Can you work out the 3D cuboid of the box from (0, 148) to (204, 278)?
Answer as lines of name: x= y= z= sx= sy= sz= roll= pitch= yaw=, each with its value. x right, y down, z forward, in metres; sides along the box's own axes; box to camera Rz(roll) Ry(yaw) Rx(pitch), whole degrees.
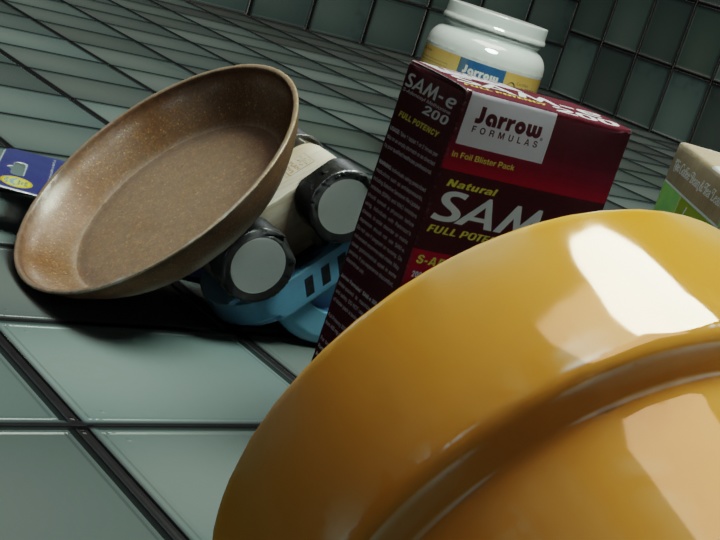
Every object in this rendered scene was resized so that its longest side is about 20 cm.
box: x=-0.159 y=-0.037 z=0.922 sx=0.200 sy=0.032 sz=0.121 roll=16 pitch=14 yaw=-14

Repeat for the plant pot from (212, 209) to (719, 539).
plant pot: x=0.084 y=0.116 z=0.353 sx=0.200 sy=0.200 sz=0.183 roll=8 pitch=33 yaw=-36

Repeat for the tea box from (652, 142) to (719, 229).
tea box: x=0.252 y=0.055 z=0.737 sx=0.200 sy=0.197 sz=0.134 roll=16 pitch=14 yaw=-3

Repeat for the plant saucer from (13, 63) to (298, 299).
plant saucer: x=-0.117 y=-0.048 z=0.795 sx=0.037 sy=0.200 sz=0.200 roll=56 pitch=-9 yaw=-33

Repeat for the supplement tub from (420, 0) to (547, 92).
supplement tub: x=0.134 y=-0.211 z=1.571 sx=0.145 sy=0.200 sz=0.145 roll=17 pitch=14 yaw=-4

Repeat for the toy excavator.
toy excavator: x=0.000 y=0.000 z=0.862 sx=0.194 sy=0.200 sz=0.100 roll=-34 pitch=34 yaw=-12

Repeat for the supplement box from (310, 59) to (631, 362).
supplement box: x=0.051 y=0.004 z=0.677 sx=0.109 sy=0.200 sz=0.061 roll=9 pitch=17 yaw=-31
